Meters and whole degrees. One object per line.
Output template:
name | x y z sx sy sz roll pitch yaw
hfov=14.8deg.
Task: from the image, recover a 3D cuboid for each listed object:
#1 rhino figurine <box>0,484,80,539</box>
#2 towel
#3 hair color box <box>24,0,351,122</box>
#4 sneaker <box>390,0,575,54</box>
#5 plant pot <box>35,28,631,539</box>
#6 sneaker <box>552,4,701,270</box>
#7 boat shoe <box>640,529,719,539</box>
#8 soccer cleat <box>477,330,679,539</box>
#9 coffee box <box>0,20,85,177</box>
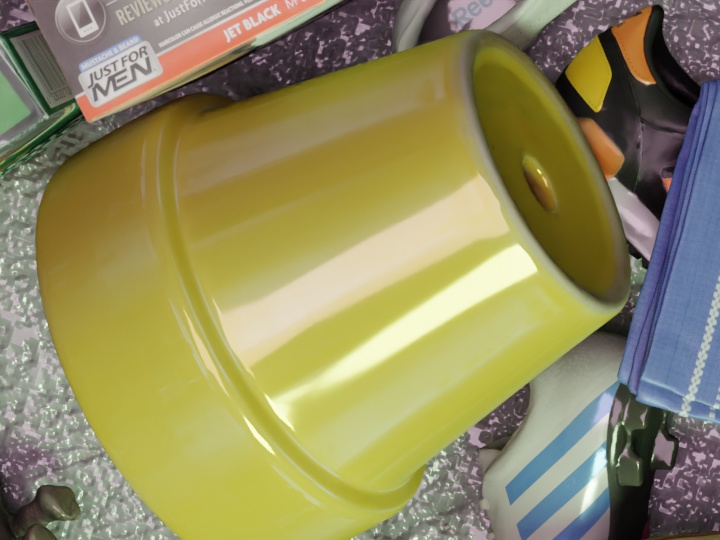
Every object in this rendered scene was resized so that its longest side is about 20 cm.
rhino figurine | -0.171 0.134 1.286 0.087 0.060 0.200 -33 93 27
towel | 0.216 0.014 1.168 0.200 0.024 0.145 18 77 -11
hair color box | -0.055 -0.120 1.156 0.111 0.200 0.064 -26 93 13
sneaker | 0.088 -0.152 1.182 0.075 0.088 0.200 42 103 4
plant pot | 0.000 0.000 1.149 0.189 0.201 0.201 -27 93 23
sneaker | 0.166 -0.028 1.194 0.200 0.070 0.090 43 106 4
boat shoe | 0.149 0.152 1.180 0.200 0.068 0.072 -19 113 -17
soccer cleat | 0.089 0.121 1.241 0.086 0.070 0.200 16 104 31
coffee box | -0.163 -0.062 1.186 0.123 0.200 0.044 -33 94 12
